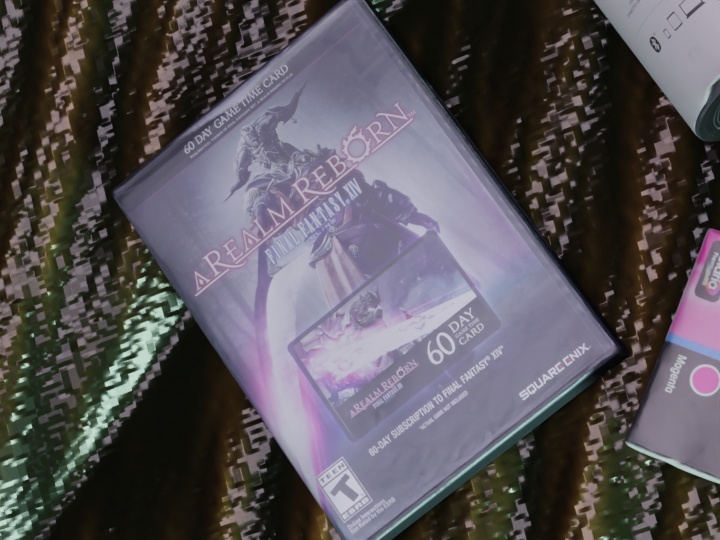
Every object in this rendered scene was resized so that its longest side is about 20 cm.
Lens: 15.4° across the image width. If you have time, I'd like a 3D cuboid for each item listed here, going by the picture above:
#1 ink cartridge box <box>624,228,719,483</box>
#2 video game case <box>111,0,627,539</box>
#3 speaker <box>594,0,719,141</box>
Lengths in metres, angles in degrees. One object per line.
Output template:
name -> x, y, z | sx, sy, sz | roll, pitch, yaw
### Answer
ink cartridge box -> 0.212, 0.061, 1.042 | 0.200, 0.037, 0.095 | 21, 89, 20
video game case -> 0.000, 0.000, 1.137 | 0.143, 0.019, 0.200 | -39, 71, 10
speaker -> 0.112, -0.153, 1.088 | 0.081, 0.081, 0.200 | -39, 70, 10
